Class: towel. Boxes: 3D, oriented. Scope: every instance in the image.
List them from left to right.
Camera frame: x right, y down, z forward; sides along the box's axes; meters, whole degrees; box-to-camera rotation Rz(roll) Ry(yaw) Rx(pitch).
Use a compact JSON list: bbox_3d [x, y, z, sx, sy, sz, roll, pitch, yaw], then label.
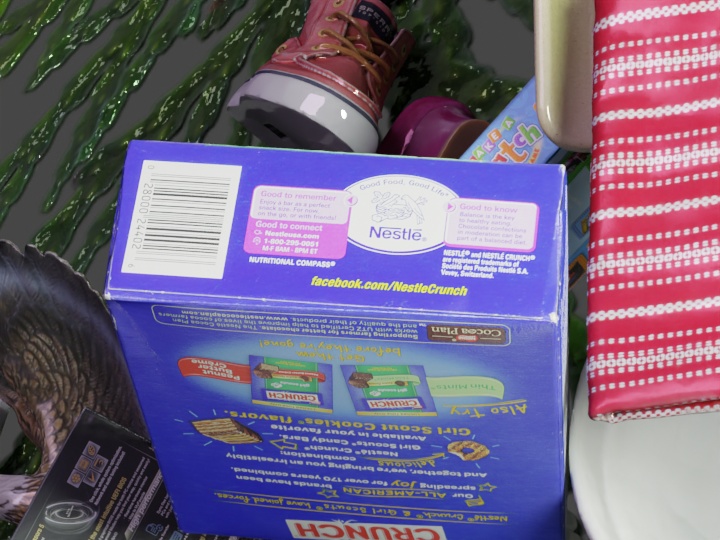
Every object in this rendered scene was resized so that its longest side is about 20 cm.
[{"bbox_3d":[0.155,-0.042,0.946,0.144,0.022,0.200,-8,61,22],"label":"towel"}]

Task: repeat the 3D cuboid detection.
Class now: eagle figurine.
[{"bbox_3d":[-0.143,0.096,1.253,0.152,0.151,0.200,-35,48,38],"label":"eagle figurine"}]

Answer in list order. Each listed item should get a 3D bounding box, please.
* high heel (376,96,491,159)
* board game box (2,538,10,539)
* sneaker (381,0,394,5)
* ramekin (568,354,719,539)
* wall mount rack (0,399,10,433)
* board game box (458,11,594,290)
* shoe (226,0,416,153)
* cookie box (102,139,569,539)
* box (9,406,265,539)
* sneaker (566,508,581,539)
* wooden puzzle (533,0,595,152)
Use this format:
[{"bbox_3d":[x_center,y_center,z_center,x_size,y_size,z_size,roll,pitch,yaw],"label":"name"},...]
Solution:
[{"bbox_3d":[0.000,0.000,1.264,0.200,0.067,0.096,-63,19,1],"label":"high heel"},{"bbox_3d":[-0.255,0.220,1.313,0.135,0.028,0.200,-12,30,40],"label":"board game box"},{"bbox_3d":[0.042,-0.243,1.392,0.200,0.076,0.116,-35,38,22],"label":"sneaker"},{"bbox_3d":[0.191,0.064,0.975,0.200,0.105,0.200,-26,46,30],"label":"ramekin"},{"bbox_3d":[-0.270,0.080,1.438,0.174,0.075,0.200,-23,37,32],"label":"wall mount rack"},{"bbox_3d":[0.082,-0.030,1.127,0.037,0.151,0.200,44,97,21],"label":"board game box"},{"bbox_3d":[-0.013,-0.107,1.305,0.091,0.071,0.200,-53,12,-4],"label":"shoe"},{"bbox_3d":[-0.002,0.037,0.988,0.171,0.200,0.075,4,58,7],"label":"cookie box"},{"bbox_3d":[-0.106,0.188,1.143,0.200,0.160,0.044,-63,4,-12],"label":"box"},{"bbox_3d":[0.019,0.173,1.078,0.078,0.090,0.200,2,64,46],"label":"sneaker"},{"bbox_3d":[0.168,-0.148,1.020,0.200,0.037,0.185,-4,74,16],"label":"wooden puzzle"}]
